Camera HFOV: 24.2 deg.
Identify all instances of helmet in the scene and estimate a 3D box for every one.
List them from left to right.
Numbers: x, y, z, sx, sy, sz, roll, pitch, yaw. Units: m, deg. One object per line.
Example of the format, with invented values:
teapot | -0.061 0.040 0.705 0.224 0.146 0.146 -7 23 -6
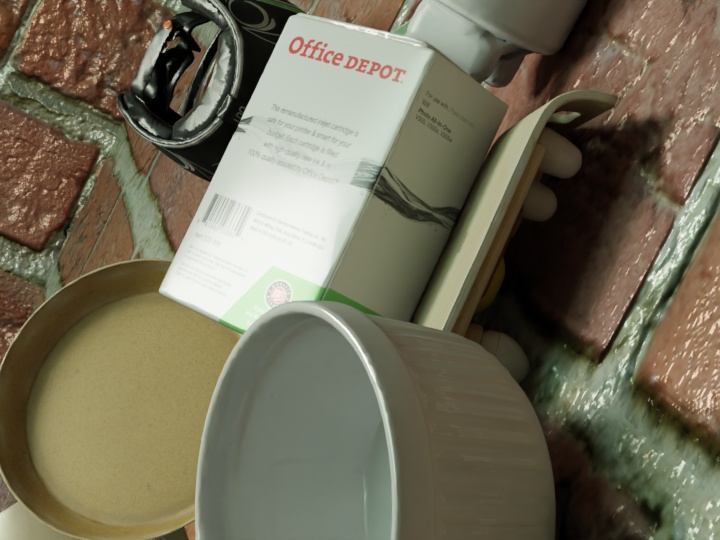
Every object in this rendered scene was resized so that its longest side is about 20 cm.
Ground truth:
helmet | -0.108 -0.169 1.558 0.199 0.190 0.202 -6 79 35

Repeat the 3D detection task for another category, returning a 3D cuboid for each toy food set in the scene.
toy food set | 0.085 -0.003 0.965 0.143 0.060 0.201 163 132 -84

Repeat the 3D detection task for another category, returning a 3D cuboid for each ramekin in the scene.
ramekin | 0.008 0.117 0.824 0.200 0.104 0.202 -11 77 58

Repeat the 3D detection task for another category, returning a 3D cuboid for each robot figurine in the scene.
robot figurine | 0.108 -0.219 1.081 0.201 0.113 0.169 -61 -18 13

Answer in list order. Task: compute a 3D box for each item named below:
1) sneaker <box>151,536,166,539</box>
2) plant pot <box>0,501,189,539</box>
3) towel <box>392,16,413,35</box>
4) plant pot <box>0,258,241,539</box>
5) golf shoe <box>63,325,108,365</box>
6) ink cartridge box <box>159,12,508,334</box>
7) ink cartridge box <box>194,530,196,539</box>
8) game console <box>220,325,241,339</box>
sneaker | -0.158 0.213 1.114 0.104 0.200 0.076 26 88 29
plant pot | -0.199 0.270 1.253 0.135 0.199 0.201 50 118 38
towel | 0.016 -0.107 1.321 0.149 0.031 0.201 -30 39 44
plant pot | -0.149 0.088 1.123 0.028 0.199 0.201 65 -140 -62
golf shoe | -0.128 0.106 1.204 0.073 0.200 0.092 -48 26 11
ink cartridge box | -0.017 -0.044 1.041 0.146 0.084 0.201 23 86 47
ink cartridge box | -0.085 0.258 1.005 0.200 0.043 0.198 -101 18 -66
game console | -0.064 -0.020 1.246 0.201 0.031 0.177 -66 6 -15
